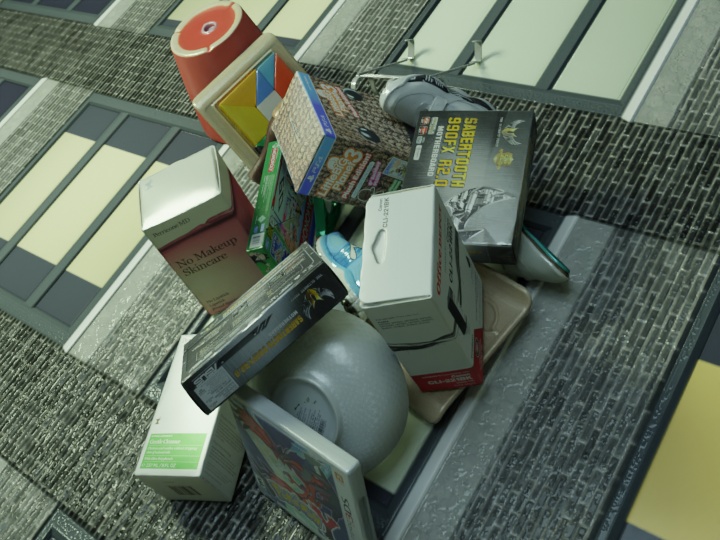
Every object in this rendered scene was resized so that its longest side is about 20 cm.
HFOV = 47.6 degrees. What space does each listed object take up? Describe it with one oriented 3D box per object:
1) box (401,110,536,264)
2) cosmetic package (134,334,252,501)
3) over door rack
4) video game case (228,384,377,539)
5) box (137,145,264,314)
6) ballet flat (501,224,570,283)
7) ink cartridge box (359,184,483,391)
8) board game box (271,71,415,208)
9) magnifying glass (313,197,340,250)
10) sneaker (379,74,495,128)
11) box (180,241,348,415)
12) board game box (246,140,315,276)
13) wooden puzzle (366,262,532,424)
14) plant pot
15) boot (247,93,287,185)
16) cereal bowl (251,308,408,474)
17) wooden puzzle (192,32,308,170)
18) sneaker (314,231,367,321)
[{"bbox_3d":[0.135,-0.110,1.044,0.155,0.049,0.204,4,63,22],"label":"box"},{"bbox_3d":[-0.202,0.188,1.064,0.105,0.085,0.204,-7,53,24],"label":"cosmetic package"},{"bbox_3d":[0.096,-0.312,1.316,0.145,0.068,0.200,11,37,31],"label":"over door rack"},{"bbox_3d":[-0.063,0.229,0.901,0.198,0.185,0.023,26,49,38],"label":"video game case"},{"bbox_3d":[-0.215,-0.054,1.179,0.126,0.201,0.110,-24,46,6],"label":"box"},{"bbox_3d":[0.201,-0.033,1.066,0.069,0.070,0.201,-31,44,0],"label":"ballet flat"},{"bbox_3d":[0.075,0.024,0.922,0.082,0.201,0.147,-10,54,21],"label":"ink cartridge box"},{"bbox_3d":[-0.007,-0.178,1.171,0.098,0.196,0.161,-58,38,32],"label":"board game box"},{"bbox_3d":[-0.055,-0.063,1.205,0.022,0.080,0.204,-6,62,17],"label":"magnifying glass"},{"bbox_3d":[0.125,-0.207,1.160,0.076,0.196,0.116,-59,32,35],"label":"sneaker"},{"bbox_3d":[-0.113,0.058,0.921,0.199,0.049,0.158,-40,14,-3],"label":"box"},{"bbox_3d":[-0.109,-0.069,1.186,0.028,0.135,0.203,-10,51,20],"label":"board game box"},{"bbox_3d":[0.097,0.075,1.040,0.184,0.046,0.201,32,77,40],"label":"wooden puzzle"},{"bbox_3d":[-0.232,-0.359,1.443,0.196,0.179,0.204,-13,49,15],"label":"plant pot"},{"bbox_3d":[-0.080,-0.205,1.304,0.072,0.198,0.168,43,114,31],"label":"boot"},{"bbox_3d":[-0.047,0.151,0.937,0.196,0.205,0.083,3,14,27],"label":"cereal bowl"},{"bbox_3d":[-0.147,-0.264,1.344,0.185,0.200,0.037,-46,7,-14],"label":"wooden puzzle"},{"bbox_3d":[0.000,0.000,1.106,0.089,0.079,0.201,-28,32,-3],"label":"sneaker"}]
